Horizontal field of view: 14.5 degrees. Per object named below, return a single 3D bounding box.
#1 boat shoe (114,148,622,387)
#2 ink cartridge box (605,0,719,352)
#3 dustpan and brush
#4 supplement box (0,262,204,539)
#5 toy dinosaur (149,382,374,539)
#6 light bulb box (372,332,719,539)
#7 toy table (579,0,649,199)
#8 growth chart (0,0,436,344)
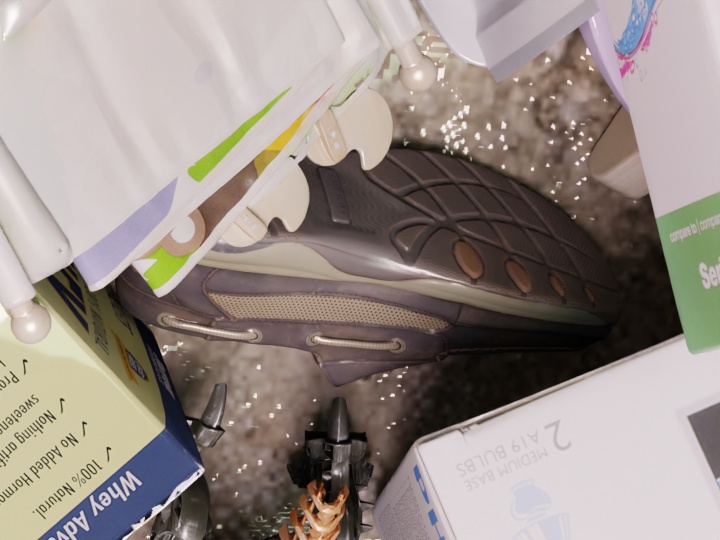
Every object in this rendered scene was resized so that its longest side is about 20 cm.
[{"bbox_3d":[0.000,0.000,1.048,0.199,0.075,0.073,13,131,-20],"label":"boat shoe"},{"bbox_3d":[0.157,-0.090,0.877,0.144,0.084,0.201,-13,87,-14],"label":"ink cartridge box"},{"bbox_3d":[0.015,-0.168,0.974,0.057,0.140,0.201,-13,86,-14],"label":"dustpan and brush"},{"bbox_3d":[-0.198,0.040,0.975,0.200,0.134,0.200,-40,112,3],"label":"supplement box"},{"bbox_3d":[-0.035,0.122,1.033,0.102,0.137,0.200,20,146,-33],"label":"toy dinosaur"},{"bbox_3d":[0.119,0.092,1.002,0.197,0.200,0.125,-23,81,-9],"label":"light bulb box"},{"bbox_3d":[0.151,-0.096,1.013,0.200,0.117,0.184,42,96,-22],"label":"toy table"},{"bbox_3d":[-0.060,-0.065,0.921,0.200,0.018,0.145,-36,122,-29],"label":"growth chart"}]
